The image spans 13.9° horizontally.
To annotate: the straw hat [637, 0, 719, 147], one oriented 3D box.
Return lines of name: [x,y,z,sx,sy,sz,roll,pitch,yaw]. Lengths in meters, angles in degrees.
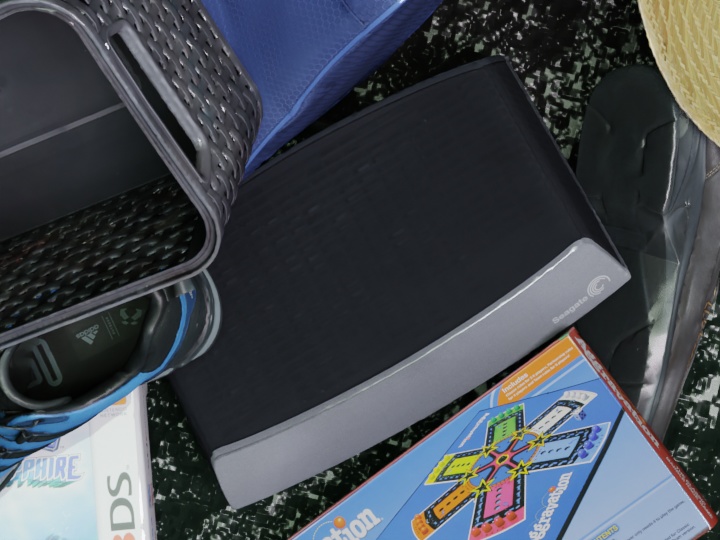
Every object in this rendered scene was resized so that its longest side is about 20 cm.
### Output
straw hat: [0.197,-0.127,1.283,0.201,0.085,0.201,-1,94,-16]

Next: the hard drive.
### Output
hard drive: [0.000,0.000,1.266,0.200,0.042,0.135,-30,67,6]

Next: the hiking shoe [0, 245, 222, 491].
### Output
hiking shoe: [-0.154,0.048,1.223,0.200,0.087,0.074,-35,84,5]

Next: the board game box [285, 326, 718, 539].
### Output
board game box: [0.044,0.123,1.270,0.200,0.019,0.103,-37,90,19]

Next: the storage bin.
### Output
storage bin: [-0.155,-0.050,1.170,0.200,0.094,0.135,-20,120,25]

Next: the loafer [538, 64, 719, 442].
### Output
loafer: [0.130,0.011,1.285,0.072,0.073,0.200,0,107,-42]

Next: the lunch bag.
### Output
lunch bag: [-0.027,-0.149,1.219,0.132,0.200,0.136,47,48,1]

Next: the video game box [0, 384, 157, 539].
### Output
video game box: [-0.186,0.138,1.287,0.200,0.047,0.182,-5,85,-1]
